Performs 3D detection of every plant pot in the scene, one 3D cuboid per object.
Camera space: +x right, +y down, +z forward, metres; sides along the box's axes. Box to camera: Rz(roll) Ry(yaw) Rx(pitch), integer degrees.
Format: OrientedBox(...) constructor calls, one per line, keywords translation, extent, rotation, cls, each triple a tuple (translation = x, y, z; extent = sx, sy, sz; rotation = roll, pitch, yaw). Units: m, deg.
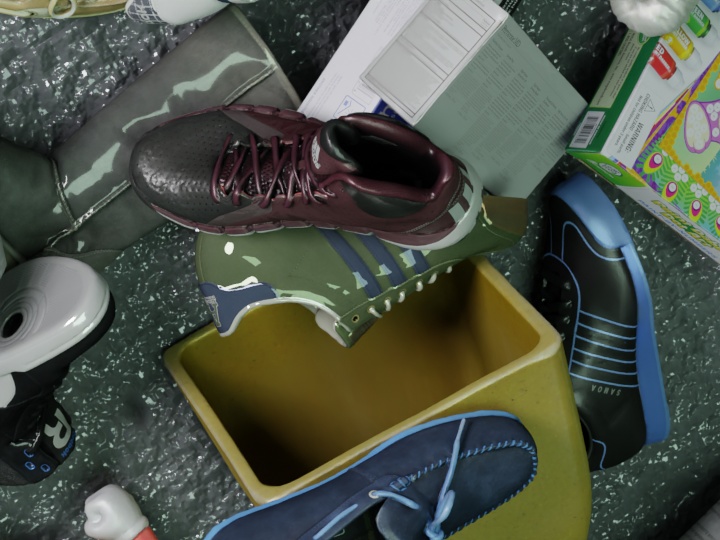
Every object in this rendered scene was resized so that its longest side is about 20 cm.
OrientedBox(translation=(0.029, 0.120, 1.612), extent=(0.195, 0.194, 0.200), rotation=(-28, 122, -8), cls="plant pot")

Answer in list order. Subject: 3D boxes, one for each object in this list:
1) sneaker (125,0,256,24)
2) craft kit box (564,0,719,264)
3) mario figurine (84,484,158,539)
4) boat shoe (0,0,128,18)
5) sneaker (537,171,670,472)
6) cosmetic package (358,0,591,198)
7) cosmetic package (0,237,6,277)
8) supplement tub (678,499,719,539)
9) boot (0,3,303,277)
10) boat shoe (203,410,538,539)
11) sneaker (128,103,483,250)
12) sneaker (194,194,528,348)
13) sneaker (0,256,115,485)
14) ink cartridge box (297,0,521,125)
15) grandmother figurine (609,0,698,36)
OrientedBox(translation=(-0.108, -0.236, 1.473), extent=(0.076, 0.080, 0.201), rotation=(4, 77, -59), cls="sneaker")
OrientedBox(translation=(0.246, -0.105, 1.649), extent=(0.197, 0.048, 0.200), rotation=(34, 77, -30), cls="craft kit box")
OrientedBox(translation=(-0.139, 0.202, 1.655), extent=(0.199, 0.106, 0.124), rotation=(11, 69, -33), cls="mario figurine")
OrientedBox(translation=(-0.203, -0.176, 1.482), extent=(0.200, 0.063, 0.073), rotation=(12, 105, -23), cls="boat shoe")
OrientedBox(translation=(0.137, 0.039, 1.681), extent=(0.078, 0.070, 0.201), rotation=(-25, 117, -17), cls="sneaker")
OrientedBox(translation=(0.071, -0.101, 1.555), extent=(0.083, 0.051, 0.200), rotation=(-47, 157, 3), cls="cosmetic package")
OrientedBox(translation=(-0.301, -0.024, 1.449), extent=(0.199, 0.090, 0.107), rotation=(-6, 117, 9), cls="cosmetic package")
OrientedBox(translation=(0.242, 0.233, 1.757), extent=(0.200, 0.132, 0.132), rotation=(-45, 117, 1), cls="supplement tub")
OrientedBox(translation=(-0.144, -0.083, 1.534), extent=(0.200, 0.073, 0.182), rotation=(-35, 131, 3), cls="boot")
OrientedBox(translation=(0.013, 0.147, 1.464), extent=(0.200, 0.069, 0.084), rotation=(-28, 127, -8), cls="boat shoe")
OrientedBox(translation=(-0.035, -0.063, 1.455), extent=(0.199, 0.116, 0.076), rotation=(5, 78, 8), cls="sneaker")
OrientedBox(translation=(0.000, 0.000, 1.561), extent=(0.199, 0.067, 0.090), rotation=(0, 89, -15), cls="sneaker")
OrientedBox(translation=(-0.186, 0.063, 1.537), extent=(0.200, 0.073, 0.112), rotation=(-22, 131, 37), cls="sneaker")
OrientedBox(translation=(0.043, -0.145, 1.565), extent=(0.200, 0.044, 0.094), rotation=(-56, 157, 6), cls="ink cartridge box")
OrientedBox(translation=(0.173, -0.236, 1.567), extent=(0.060, 0.121, 0.201), rotation=(2, 90, -39), cls="grandmother figurine")
